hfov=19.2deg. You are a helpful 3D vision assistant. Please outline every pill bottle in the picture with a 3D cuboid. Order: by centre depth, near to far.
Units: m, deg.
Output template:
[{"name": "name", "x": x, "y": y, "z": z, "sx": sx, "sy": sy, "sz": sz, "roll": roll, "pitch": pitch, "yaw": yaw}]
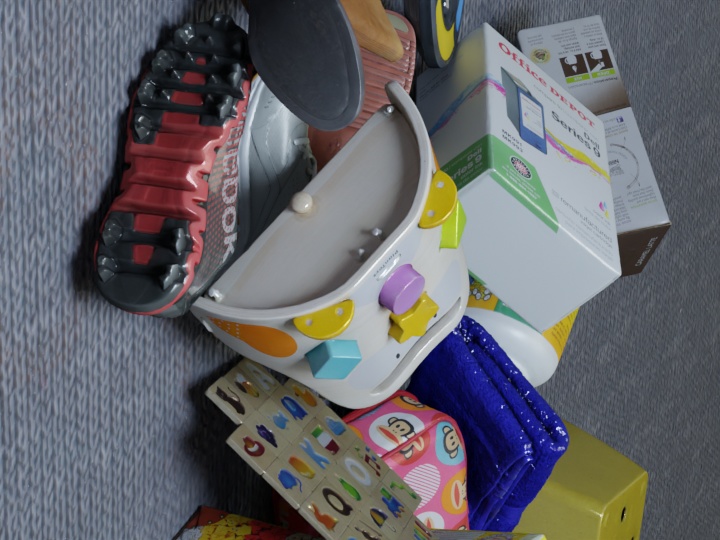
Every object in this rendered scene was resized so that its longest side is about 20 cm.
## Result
[{"name": "pill bottle", "x": 0.133, "y": 0.033, "z": 1.879, "sx": 0.200, "sy": 0.112, "sz": 0.113, "roll": -66, "pitch": 154, "yaw": -25}]

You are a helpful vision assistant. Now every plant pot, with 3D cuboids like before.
[{"name": "plant pot", "x": 0.155, "y": 0.242, "z": 1.953, "sx": 0.200, "sy": 0.176, "sz": 0.201, "roll": -23, "pitch": 122, "yaw": -63}]

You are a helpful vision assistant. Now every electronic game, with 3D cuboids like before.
[{"name": "electronic game", "x": 0.064, "y": -0.254, "z": 1.617, "sx": 0.200, "sy": 0.041, "sz": 0.201, "roll": 5, "pitch": 90, "yaw": -80}]

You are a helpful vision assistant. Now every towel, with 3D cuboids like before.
[{"name": "towel", "x": 0.082, "y": 0.139, "z": 1.709, "sx": 0.049, "sy": 0.148, "sz": 0.200, "roll": -29, "pitch": 160, "yaw": -32}]

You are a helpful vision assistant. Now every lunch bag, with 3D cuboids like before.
[{"name": "lunch bag", "x": 0.002, "y": 0.210, "z": 1.670, "sx": 0.176, "sy": 0.082, "sz": 0.200, "roll": -28, "pitch": 130, "yaw": -33}]

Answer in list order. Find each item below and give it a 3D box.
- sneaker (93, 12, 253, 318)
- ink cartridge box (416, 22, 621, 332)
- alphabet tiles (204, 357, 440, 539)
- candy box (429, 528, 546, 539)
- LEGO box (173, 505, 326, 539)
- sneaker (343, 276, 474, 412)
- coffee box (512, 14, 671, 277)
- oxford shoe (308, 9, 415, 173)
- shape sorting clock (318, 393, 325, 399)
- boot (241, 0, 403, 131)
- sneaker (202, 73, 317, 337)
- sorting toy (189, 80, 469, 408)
[{"name": "sneaker", "x": -0.109, "y": -0.059, "z": 1.331, "sx": 0.098, "sy": 0.071, "sz": 0.201, "roll": 59, "pitch": 43, "yaw": -69}, {"name": "ink cartridge box", "x": 0.118, "y": -0.075, "z": 1.644, "sx": 0.145, "sy": 0.087, "sz": 0.200, "roll": 38, "pitch": 29, "yaw": -25}, {"name": "alphabet tiles", "x": -0.022, "y": 0.141, "z": 1.487, "sx": 0.006, "sy": 0.200, "sz": 0.166, "roll": -46, "pitch": 179, "yaw": 18}, {"name": "candy box", "x": 0.048, "y": 0.220, "z": 1.536, "sx": 0.102, "sy": 0.200, "sz": 0.026, "roll": -25, "pitch": 96, "yaw": -25}, {"name": "LEGO box", "x": -0.059, "y": 0.282, "z": 1.514, "sx": 0.077, "sy": 0.149, "sz": 0.200, "roll": -50, "pitch": 145, "yaw": -47}, {"name": "sneaker", "x": 0.046, "y": 0.025, "z": 1.682, "sx": 0.066, "sy": 0.078, "sz": 0.201, "roll": -167, "pitch": -81, "yaw": -77}, {"name": "coffee box", "x": 0.188, "y": -0.100, "z": 1.819, "sx": 0.114, "sy": 0.079, "sz": 0.201, "roll": 103, "pitch": -27, "yaw": -67}, {"name": "oxford shoe", "x": -0.014, "y": -0.097, "z": 1.557, "sx": 0.074, "sy": 0.071, "sz": 0.200, "roll": 103, "pitch": 10, "yaw": -72}, {"name": "shape sorting clock", "x": 0.000, "y": 0.000, "z": 1.593, "sx": 0.200, "sy": 0.039, "sz": 0.201, "roll": -162, "pitch": -90, "yaw": -87}, {"name": "boot", "x": -0.023, "y": -0.158, "z": 1.391, "sx": 0.068, "sy": 0.188, "sz": 0.200, "roll": -41, "pitch": 161, "yaw": 12}, {"name": "sneaker", "x": -0.043, "y": -0.044, "z": 1.459, "sx": 0.076, "sy": 0.092, "sz": 0.201, "roll": -11, "pitch": 112, "yaw": -66}, {"name": "sorting toy", "x": 0.012, "y": 0.012, "z": 1.412, "sx": 0.200, "sy": 0.107, "sz": 0.180, "roll": -47, "pitch": 147, "yaw": -10}]
